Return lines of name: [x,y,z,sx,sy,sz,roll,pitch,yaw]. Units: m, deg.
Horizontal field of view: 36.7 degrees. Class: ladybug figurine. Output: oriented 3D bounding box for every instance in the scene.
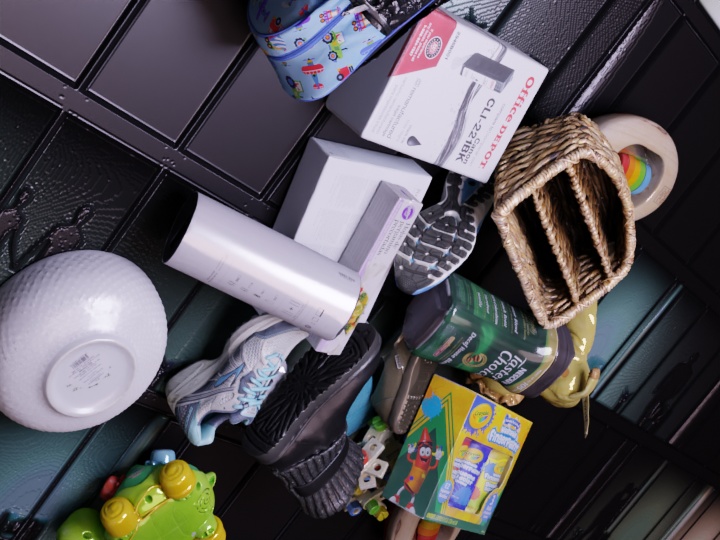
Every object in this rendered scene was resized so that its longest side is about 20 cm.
ladybug figurine: [0.091,0.345,1.567,0.134,0.072,0.203,-1,122,-36]
ladybug figurine: [0.324,-0.133,1.371,0.198,0.072,0.137,22,108,-43]

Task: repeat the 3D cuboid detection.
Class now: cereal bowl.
cereal bowl: [-0.283,0.086,1.096,0.197,0.083,0.203,-19,132,-23]

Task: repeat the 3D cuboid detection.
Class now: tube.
tube: [-0.011,0.143,1.365,0.077,0.050,0.202,-24,137,-23]

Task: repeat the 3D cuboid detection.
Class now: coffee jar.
coffee jar: [0.155,0.080,1.294,0.197,0.086,0.105,22,130,-25]

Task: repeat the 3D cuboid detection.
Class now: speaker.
speaker: [-0.101,-0.003,1.115,0.198,0.081,0.082,26,106,-21]

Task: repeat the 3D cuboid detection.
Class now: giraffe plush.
giraffe plush: [0.223,0.121,1.458,0.159,0.202,0.174,7,138,-1]

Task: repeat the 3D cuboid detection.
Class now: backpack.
backpack: [-0.027,-0.262,0.966,0.199,0.184,0.134,-41,129,15]

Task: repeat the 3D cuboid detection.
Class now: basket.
basket: [0.242,-0.056,1.245,0.140,0.150,0.202,-14,127,18]

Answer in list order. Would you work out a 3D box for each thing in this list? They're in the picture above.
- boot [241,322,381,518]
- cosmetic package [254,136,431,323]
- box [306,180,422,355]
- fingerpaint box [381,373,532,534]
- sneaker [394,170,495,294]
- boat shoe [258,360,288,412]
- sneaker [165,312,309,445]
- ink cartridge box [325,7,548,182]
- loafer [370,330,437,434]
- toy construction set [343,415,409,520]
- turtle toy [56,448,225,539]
boot: [-0.027,0.176,1.276,0.211,0.079,0.158,-45,128,-3]
cosmetic package: [-0.025,-0.038,1.214,0.149,0.052,0.202,8,116,-38]
box: [0.000,0.000,1.197,0.038,0.041,0.202,13,112,-42]
fingerpaint box: [0.132,0.244,1.417,0.199,0.073,0.169,33,81,-56]
sneaker: [0.100,-0.034,1.252,0.200,0.078,0.091,-50,161,-38]
boat shoe: [-0.096,0.183,1.321,0.068,0.072,0.203,-26,124,-16]
sneaker: [-0.124,0.123,1.203,0.199,0.087,0.077,-38,148,19]
ink cartridge box: [0.084,-0.194,1.153,0.198,0.084,0.146,14,112,-42]
loafer: [0.063,0.101,1.367,0.076,0.067,0.203,24,88,-59]
toy construction set: [0.022,0.254,1.431,0.130,0.093,0.201,-30,155,-9]
turtle toy: [-0.255,0.283,1.248,0.198,0.101,0.147,-30,133,-13]
